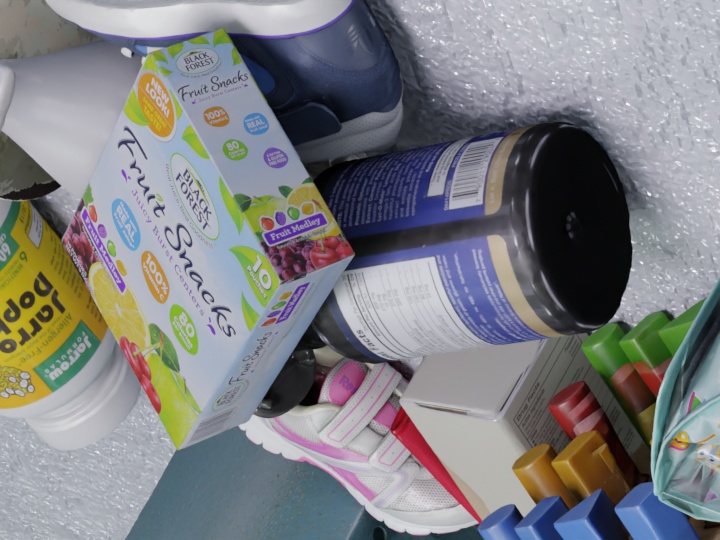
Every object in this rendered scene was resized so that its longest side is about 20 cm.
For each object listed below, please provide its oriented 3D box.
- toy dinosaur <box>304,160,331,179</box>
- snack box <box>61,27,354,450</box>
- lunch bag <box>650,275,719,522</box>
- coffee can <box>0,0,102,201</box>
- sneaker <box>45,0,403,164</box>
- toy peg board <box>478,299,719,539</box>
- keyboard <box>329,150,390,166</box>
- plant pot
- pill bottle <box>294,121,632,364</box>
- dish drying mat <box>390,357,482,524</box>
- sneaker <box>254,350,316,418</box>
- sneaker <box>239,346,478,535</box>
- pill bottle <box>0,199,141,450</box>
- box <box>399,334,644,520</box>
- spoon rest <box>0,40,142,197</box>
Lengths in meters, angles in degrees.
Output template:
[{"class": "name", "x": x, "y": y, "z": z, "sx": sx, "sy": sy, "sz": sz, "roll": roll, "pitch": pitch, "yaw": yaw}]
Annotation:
[{"class": "toy dinosaur", "x": 0.000, "y": 0.000, "z": 1.644, "sx": 0.106, "sy": 0.060, "sz": 0.200, "roll": 47, "pitch": 157, "yaw": 38}, {"class": "snack box", "x": -0.085, "y": -0.013, "z": 1.468, "sx": 0.142, "sy": 0.053, "sz": 0.200, "roll": 59, "pitch": 149, "yaw": 16}, {"class": "lunch bag", "x": 0.226, "y": 0.027, "z": 1.327, "sx": 0.122, "sy": 0.171, "sz": 0.200, "roll": 37, "pitch": 150, "yaw": -13}, {"class": "coffee can", "x": -0.262, "y": -0.122, "z": 1.620, "sx": 0.200, "sy": 0.147, "sz": 0.146, "roll": 8, "pitch": 145, "yaw": 39}, {"class": "sneaker", "x": -0.070, "y": -0.110, "z": 1.508, "sx": 0.199, "sy": 0.081, "sz": 0.147, "roll": 8, "pitch": 141, "yaw": 30}, {"class": "toy peg board", "x": 0.155, "y": 0.102, "z": 1.522, "sx": 0.098, "sy": 0.199, "sz": 0.200, "roll": 55, "pitch": 148, "yaw": -10}, {"class": "keyboard", "x": -0.015, "y": -0.031, "z": 1.663, "sx": 0.056, "sy": 0.011, "sz": 0.200, "roll": 37, "pitch": 153, "yaw": -10}, {"class": "plant pot", "x": -0.026, "y": 0.210, "z": 1.893, "sx": 0.196, "sy": 0.197, "sz": 0.200, "roll": 45, "pitch": 144, "yaw": -24}, {"class": "pill bottle", "x": 0.034, "y": -0.010, "z": 1.490, "sx": 0.200, "sy": 0.112, "sz": 0.112, "roll": -9, "pitch": 134, "yaw": 34}, {"class": "dish drying mat", "x": 0.096, "y": 0.134, "z": 1.750, "sx": 0.018, "sy": 0.077, "sz": 0.200, "roll": -13, "pitch": 129, "yaw": 44}, {"class": "sneaker", "x": -0.111, "y": 0.005, "z": 1.694, "sx": 0.201, "sy": 0.071, "sz": 0.098, "roll": 54, "pitch": 157, "yaw": -19}, {"class": "sneaker", "x": 0.004, "y": 0.099, "z": 1.783, "sx": 0.200, "sy": 0.081, "sz": 0.088, "roll": 23, "pitch": 153, "yaw": 16}, {"class": "pill bottle", "x": -0.234, "y": 0.028, "z": 1.878, "sx": 0.113, "sy": 0.113, "sz": 0.200, "roll": 5, "pitch": 142, "yaw": 42}, {"class": "box", "x": 0.114, "y": 0.110, "z": 1.674, "sx": 0.078, "sy": 0.095, "sz": 0.200, "roll": 7, "pitch": 143, "yaw": 41}, {"class": "spoon rest", "x": -0.158, "y": -0.088, "z": 1.540, "sx": 0.061, "sy": 0.100, "sz": 0.200, "roll": 23, "pitch": -173, "yaw": 30}]
